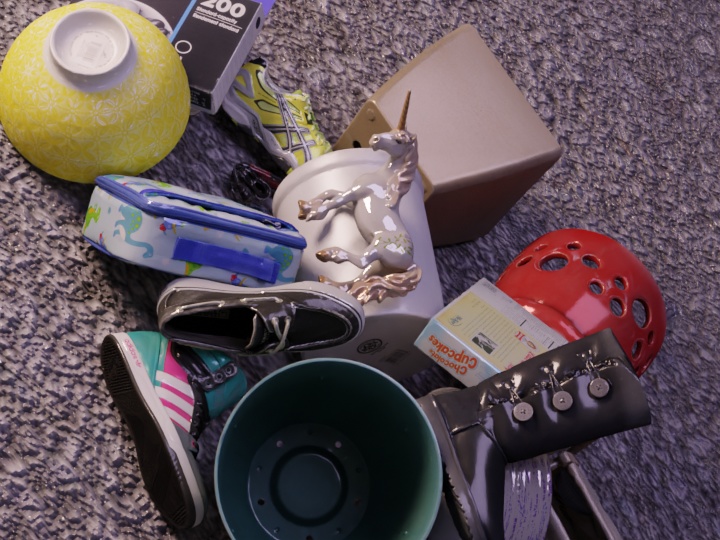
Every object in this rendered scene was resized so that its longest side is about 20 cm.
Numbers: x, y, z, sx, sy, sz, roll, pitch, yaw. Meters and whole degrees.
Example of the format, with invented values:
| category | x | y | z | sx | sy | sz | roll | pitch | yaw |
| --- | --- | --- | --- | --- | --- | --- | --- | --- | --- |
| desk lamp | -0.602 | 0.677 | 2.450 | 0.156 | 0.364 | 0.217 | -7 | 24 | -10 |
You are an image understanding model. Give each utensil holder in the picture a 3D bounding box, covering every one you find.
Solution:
| category | x | y | z | sx | sy | sz | roll | pitch | yaw |
| --- | --- | --- | --- | --- | --- | --- | --- | --- | --- |
| utensil holder | 0.000 | 0.000 | 1.501 | 0.169 | 0.170 | 0.201 | 13 | 52 | -32 |

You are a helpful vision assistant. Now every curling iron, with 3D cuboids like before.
| category | x | y | z | sx | sy | sz | roll | pitch | yaw |
| --- | --- | --- | --- | --- | --- | --- | --- | --- | --- |
| curling iron | -0.067 | -0.073 | 1.616 | 0.199 | 0.025 | 0.050 | 23 | 66 | -32 |

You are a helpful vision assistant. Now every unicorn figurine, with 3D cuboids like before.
| category | x | y | z | sx | sy | sz | roll | pitch | yaw |
| --- | --- | --- | --- | --- | --- | --- | --- | --- | --- |
| unicorn figurine | 0.009 | -0.060 | 1.407 | 0.136 | 0.074 | 0.202 | -15 | 82 | -8 |

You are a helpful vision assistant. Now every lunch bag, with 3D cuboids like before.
| category | x | y | z | sx | sy | sz | roll | pitch | yaw |
| --- | --- | --- | --- | --- | --- | --- | --- | --- | --- |
| lunch bag | -0.162 | -0.034 | 1.397 | 0.199 | 0.083 | 0.161 | 13 | 7 | -32 |

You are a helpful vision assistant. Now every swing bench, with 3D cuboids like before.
| category | x | y | z | sx | sy | sz | roll | pitch | yaw |
| --- | --- | --- | --- | --- | --- | --- | --- | --- | --- |
| swing bench | 0.229 | 0.279 | 1.492 | 0.199 | 0.130 | 0.200 | -5 | 61 | -42 |

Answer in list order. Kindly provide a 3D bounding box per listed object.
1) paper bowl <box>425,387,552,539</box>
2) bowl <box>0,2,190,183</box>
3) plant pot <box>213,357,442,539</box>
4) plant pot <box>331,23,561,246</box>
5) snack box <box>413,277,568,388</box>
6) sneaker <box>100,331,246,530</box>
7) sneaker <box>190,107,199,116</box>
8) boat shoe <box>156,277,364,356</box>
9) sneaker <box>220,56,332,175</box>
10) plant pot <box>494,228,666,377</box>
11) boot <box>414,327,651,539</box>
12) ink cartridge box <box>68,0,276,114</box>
| category | x | y | z | sx | sy | sz | roll | pitch | yaw |
| --- | --- | --- | --- | --- | --- | --- | --- | --- | --- |
| paper bowl | 0.086 | 0.215 | 1.367 | 0.104 | 0.201 | 0.202 | 11 | 51 | -33 |
| bowl | -0.270 | -0.200 | 1.418 | 0.198 | 0.108 | 0.202 | 3 | 64 | -6 |
| plant pot | -0.037 | 0.191 | 1.281 | 0.199 | 0.161 | 0.202 | 2 | 78 | -8 |
| plant pot | 0.079 | -0.139 | 1.680 | 0.176 | 0.200 | 0.200 | -25 | 75 | -37 |
| snack box | 0.135 | 0.073 | 1.411 | 0.116 | 0.037 | 0.200 | 38 | 21 | 9 |
| sneaker | -0.156 | 0.139 | 1.321 | 0.120 | 0.084 | 0.201 | -10 | 63 | -34 |
| sneaker | -0.172 | -0.263 | 1.635 | 0.077 | 0.085 | 0.201 | 28 | 43 | -21 |
| boat shoe | -0.092 | 0.053 | 1.323 | 0.198 | 0.071 | 0.064 | 3 | 27 | -9 |
| sneaker | -0.076 | -0.162 | 1.626 | 0.200 | 0.076 | 0.075 | 42 | 13 | -8 |
| plant pot | 0.223 | 0.076 | 1.607 | 0.201 | 0.200 | 0.182 | 49 | 45 | 5 |
| boot | 0.168 | 0.159 | 1.263 | 0.198 | 0.066 | 0.166 | -17 | 74 | -9 |
| ink cartridge box | -0.214 | -0.284 | 1.565 | 0.197 | 0.044 | 0.201 | 19 | 54 | 6 |
